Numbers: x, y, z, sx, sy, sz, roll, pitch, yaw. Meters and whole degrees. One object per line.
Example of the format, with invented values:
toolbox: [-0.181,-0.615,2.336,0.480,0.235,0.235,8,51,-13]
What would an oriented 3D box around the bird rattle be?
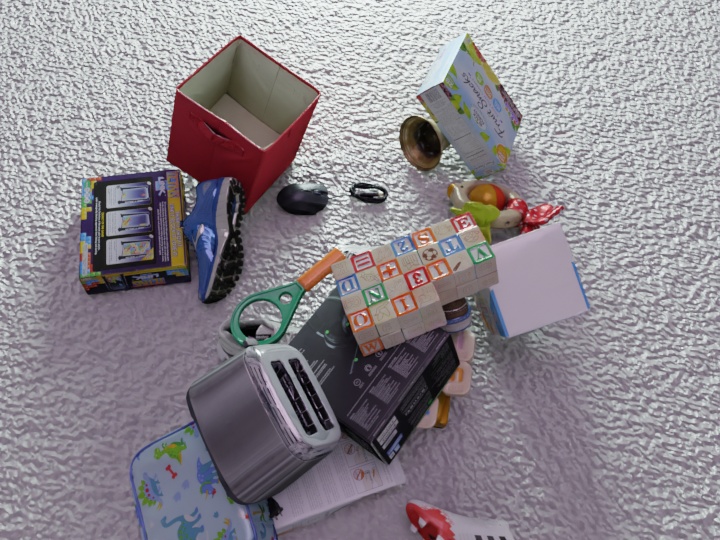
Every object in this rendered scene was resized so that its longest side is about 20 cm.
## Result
bird rattle: [0.236,-0.111,1.106,0.198,0.113,0.164,-13,45,-15]

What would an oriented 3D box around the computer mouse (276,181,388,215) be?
computer mouse: [-0.049,-0.135,1.131,0.198,0.034,0.059,-7,59,-9]

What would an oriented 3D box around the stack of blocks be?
stack of blocks: [0.074,0.016,0.824,0.199,0.059,0.116,-22,51,0]

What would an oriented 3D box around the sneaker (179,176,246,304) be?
sneaker: [-0.239,-0.048,1.020,0.088,0.078,0.202,5,88,19]

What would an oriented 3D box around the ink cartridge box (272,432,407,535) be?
ink cartridge box: [-0.057,0.257,0.897,0.199,0.050,0.163,-13,60,-19]

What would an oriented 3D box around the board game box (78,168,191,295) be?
board game box: [-0.370,-0.067,1.054,0.164,0.057,0.201,-6,59,-10]

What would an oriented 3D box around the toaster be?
toaster: [-0.113,0.184,0.773,0.129,0.113,0.201,-39,68,23]

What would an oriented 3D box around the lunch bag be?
lunch bag: [-0.204,0.299,0.815,0.160,0.082,0.201,-29,62,5]

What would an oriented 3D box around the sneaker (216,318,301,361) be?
sneaker: [-0.118,0.112,0.953,0.198,0.081,0.076,6,57,-3]

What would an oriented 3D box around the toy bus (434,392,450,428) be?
toy bus: [0.111,0.128,0.961,0.065,0.078,0.201,10,59,2]

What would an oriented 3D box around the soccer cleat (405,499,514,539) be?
soccer cleat: [0.152,0.353,0.841,0.199,0.069,0.085,32,53,11]

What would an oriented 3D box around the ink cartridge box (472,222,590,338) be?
ink cartridge box: [0.236,0.018,0.962,0.124,0.200,0.129,-19,87,0]

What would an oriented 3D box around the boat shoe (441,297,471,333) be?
boat shoe: [0.110,0.006,0.933,0.072,0.073,0.200,-18,32,-10]

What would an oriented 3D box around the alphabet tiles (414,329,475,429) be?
alphabet tiles: [0.061,0.128,0.913,0.198,0.015,0.197,0,58,19]

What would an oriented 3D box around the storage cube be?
storage cube: [-0.196,-0.239,1.069,0.170,0.180,0.200,34,54,-1]

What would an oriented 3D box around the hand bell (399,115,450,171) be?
hand bell: [0.178,-0.270,1.214,0.199,0.104,0.104,-30,65,-34]

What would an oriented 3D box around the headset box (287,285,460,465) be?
headset box: [0.001,0.126,0.866,0.199,0.093,0.174,28,69,31]

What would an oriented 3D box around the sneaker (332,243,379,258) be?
sneaker: [0.000,0.000,0.989,0.114,0.200,0.076,0,98,12]

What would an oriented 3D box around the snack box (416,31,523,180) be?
snack box: [0.202,-0.294,1.152,0.200,0.067,0.169,47,48,-24]

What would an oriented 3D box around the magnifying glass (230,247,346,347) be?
magnifying glass: [-0.102,0.037,0.931,0.200,0.022,0.080,-41,71,-14]
